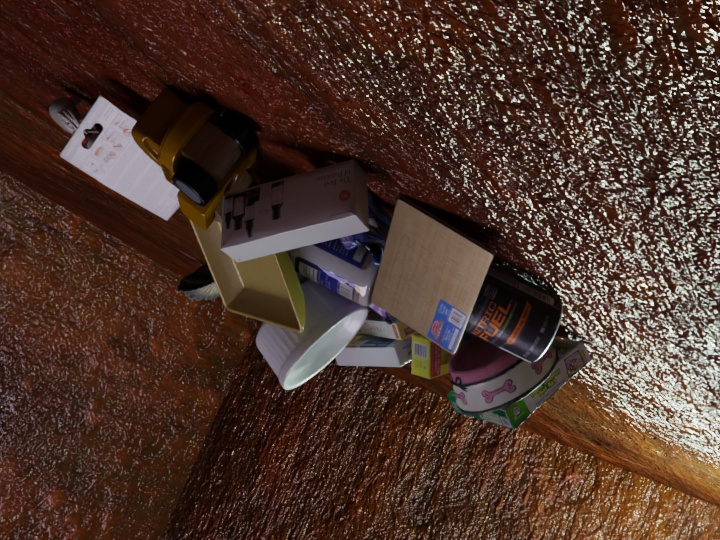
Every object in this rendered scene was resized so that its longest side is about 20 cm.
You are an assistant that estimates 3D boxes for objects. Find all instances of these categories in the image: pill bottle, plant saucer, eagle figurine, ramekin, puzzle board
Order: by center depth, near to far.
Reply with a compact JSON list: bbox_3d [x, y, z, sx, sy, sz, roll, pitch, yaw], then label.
[{"bbox_3d":[0.095,0.010,1.140,0.149,0.017,0.203,32,137,17],"label":"puzzle board"},{"bbox_3d":[0.185,0.045,1.199,0.196,0.108,0.106,25,170,-3],"label":"pill bottle"},{"bbox_3d":[-0.169,-0.015,1.288,0.197,0.048,0.204,12,129,42],"label":"plant saucer"},{"bbox_3d":[-0.051,-0.040,1.288,0.197,0.122,0.120,26,170,11],"label":"pill bottle"},{"bbox_3d":[-0.088,0.101,1.431,0.098,0.200,0.201,46,175,14],"label":"ramekin"},{"bbox_3d":[-0.288,-0.021,1.711,0.149,0.204,0.151,13,165,44],"label":"eagle figurine"}]

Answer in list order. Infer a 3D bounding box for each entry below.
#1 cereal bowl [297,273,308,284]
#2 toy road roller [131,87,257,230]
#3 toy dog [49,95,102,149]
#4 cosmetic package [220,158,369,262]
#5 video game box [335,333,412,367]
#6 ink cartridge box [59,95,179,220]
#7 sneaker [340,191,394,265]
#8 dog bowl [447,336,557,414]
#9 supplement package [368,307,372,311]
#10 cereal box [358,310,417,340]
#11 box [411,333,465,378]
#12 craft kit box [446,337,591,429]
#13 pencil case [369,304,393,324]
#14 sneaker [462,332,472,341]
[{"bbox_3d":[-0.143,-0.047,1.438,0.203,0.082,0.200,60,-173,-12],"label":"cereal bowl"},{"bbox_3d":[-0.230,-0.162,1.139,0.145,0.124,0.200,36,165,4],"label":"toy road roller"},{"bbox_3d":[-0.416,-0.228,1.385,0.200,0.097,0.131,48,162,-28],"label":"toy dog"},{"bbox_3d":[-0.087,-0.076,1.073,0.196,0.085,0.051,-13,156,20],"label":"cosmetic package"},{"bbox_3d":[0.071,0.128,1.597,0.198,0.180,0.048,-8,104,52],"label":"video game box"},{"bbox_3d":[-0.344,-0.181,1.283,0.198,0.048,0.159,32,133,-25],"label":"ink cartridge box"},{"bbox_3d":[-0.011,-0.072,1.158,0.198,0.080,0.075,30,167,-27],"label":"sneaker"},{"bbox_3d":[0.237,0.158,1.427,0.075,0.199,0.199,58,160,-13],"label":"dog bowl"},{"bbox_3d":[-0.069,0.045,1.634,0.122,0.119,0.199,66,161,-7],"label":"supplement package"},{"bbox_3d":[0.086,0.082,1.556,0.199,0.141,0.040,2,113,66],"label":"cereal box"},{"bbox_3d":[0.176,0.140,1.524,0.197,0.077,0.049,-8,-167,-43],"label":"box"},{"bbox_3d":[0.278,0.191,1.467,0.049,0.196,0.199,61,159,-12],"label":"craft kit box"},{"bbox_3d":[0.000,0.000,1.389,0.199,0.085,0.085,37,-175,23],"label":"pencil case"},{"bbox_3d":[0.152,0.053,1.432,0.080,0.077,0.200,26,166,43],"label":"sneaker"}]
